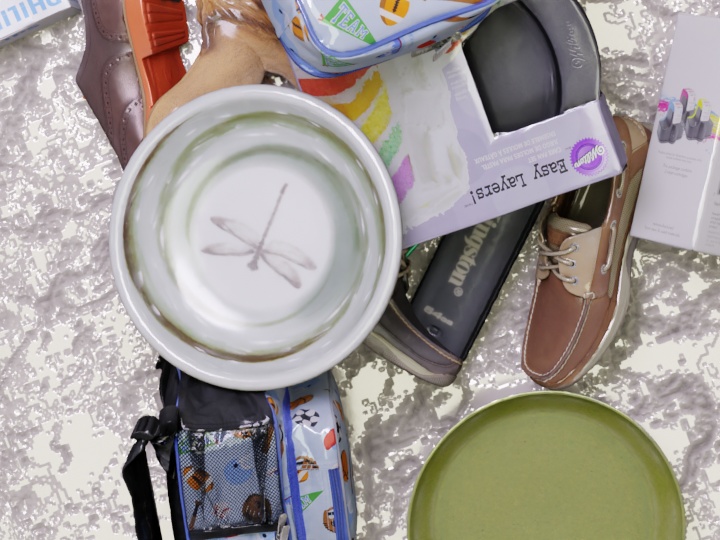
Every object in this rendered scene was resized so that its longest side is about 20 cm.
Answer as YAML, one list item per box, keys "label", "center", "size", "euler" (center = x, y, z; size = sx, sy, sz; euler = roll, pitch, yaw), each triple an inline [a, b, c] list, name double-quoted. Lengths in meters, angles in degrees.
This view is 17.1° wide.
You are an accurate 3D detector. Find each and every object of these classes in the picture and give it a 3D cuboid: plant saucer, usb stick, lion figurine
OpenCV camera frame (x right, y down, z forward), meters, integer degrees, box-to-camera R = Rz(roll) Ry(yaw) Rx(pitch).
- label: "plant saucer"
  center: [0.132, 0.181, 1.715]
  size: [0.199, 0.031, 0.201]
  euler: [0, 99, 0]
- label: "usb stick"
  center: [0.089, -0.025, 1.693]
  size: [0.055, 0.033, 0.201]
  euler: [26, 105, 1]
- label: "lion figurine"
  center: [-0.100, -0.125, 1.658]
  size: [0.122, 0.072, 0.201]
  euler: [44, 55, -26]
- label: "plant saucer"
  center: [-0.066, -0.022, 1.592]
  size: [0.199, 0.050, 0.202]
  euler: [0, 90, 11]

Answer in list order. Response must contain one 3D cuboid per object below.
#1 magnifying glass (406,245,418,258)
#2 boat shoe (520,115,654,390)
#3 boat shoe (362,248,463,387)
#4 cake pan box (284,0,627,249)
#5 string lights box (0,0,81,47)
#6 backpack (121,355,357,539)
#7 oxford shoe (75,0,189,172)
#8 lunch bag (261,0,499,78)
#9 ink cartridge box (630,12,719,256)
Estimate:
- label: "magnifying glass"
  center: [0.049, -0.051, 1.716]
  size: [0.199, 0.022, 0.080]
  euler: [-23, 93, 4]
- label: "boat shoe"
  center: [0.151, -0.017, 1.679]
  size: [0.075, 0.072, 0.201]
  euler: [15, 85, 44]
- label: "boat shoe"
  center: [0.000, 0.000, 1.672]
  size: [0.200, 0.074, 0.073]
  euler: [41, 92, 1]
- label: "cake pan box"
  center: [0.064, -0.123, 1.598]
  size: [0.199, 0.052, 0.185]
  euler: [-18, 99, 13]
- label: "string lights box"
  center: [-0.284, -0.255, 1.686]
  size: [0.102, 0.059, 0.201]
  euler: [-23, 93, 2]
- label: "backpack"
  center: [-0.077, 0.154, 1.656]
  size: [0.153, 0.200, 0.192]
  euler: [2, 106, 2]
- label: "oxford shoe"
  center: [-0.159, -0.116, 1.700]
  size: [0.072, 0.071, 0.201]
  euler: [-1, 96, 28]
- label: "lunch bag"
  center: [0.004, -0.225, 1.518]
  size: [0.159, 0.076, 0.201]
  euler: [-23, 86, -15]
- label: "ink cartridge box"
  center: [0.268, -0.108, 1.661]
  size: [0.115, 0.068, 0.201]
  euler: [10, 94, -38]
